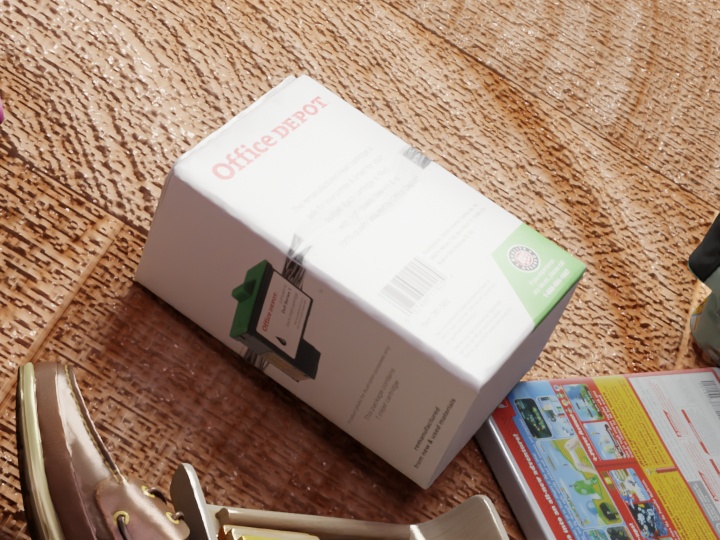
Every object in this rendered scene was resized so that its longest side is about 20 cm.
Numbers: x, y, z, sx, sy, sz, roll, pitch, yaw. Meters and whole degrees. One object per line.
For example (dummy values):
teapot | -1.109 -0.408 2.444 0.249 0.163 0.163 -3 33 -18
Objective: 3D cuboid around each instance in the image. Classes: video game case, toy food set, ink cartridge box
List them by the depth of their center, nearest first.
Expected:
toy food set | 0.010 0.159 0.896 0.199 0.060 0.144 13 42 -41
ink cartridge box | 0.000 0.000 1.041 0.199 0.085 0.146 35 38 11
video game case | 0.164 0.120 1.098 0.199 0.017 0.144 -1 51 -36

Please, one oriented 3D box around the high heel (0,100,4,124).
high heel | -0.232 -0.161 1.063 0.095 0.068 0.201 11 49 -11

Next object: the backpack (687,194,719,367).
backpack | 0.317 0.026 1.192 0.175 0.154 0.200 -19 53 -42

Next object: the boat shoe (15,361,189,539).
boat shoe | -0.107 0.128 0.847 0.067 0.072 0.201 -14 61 -14
